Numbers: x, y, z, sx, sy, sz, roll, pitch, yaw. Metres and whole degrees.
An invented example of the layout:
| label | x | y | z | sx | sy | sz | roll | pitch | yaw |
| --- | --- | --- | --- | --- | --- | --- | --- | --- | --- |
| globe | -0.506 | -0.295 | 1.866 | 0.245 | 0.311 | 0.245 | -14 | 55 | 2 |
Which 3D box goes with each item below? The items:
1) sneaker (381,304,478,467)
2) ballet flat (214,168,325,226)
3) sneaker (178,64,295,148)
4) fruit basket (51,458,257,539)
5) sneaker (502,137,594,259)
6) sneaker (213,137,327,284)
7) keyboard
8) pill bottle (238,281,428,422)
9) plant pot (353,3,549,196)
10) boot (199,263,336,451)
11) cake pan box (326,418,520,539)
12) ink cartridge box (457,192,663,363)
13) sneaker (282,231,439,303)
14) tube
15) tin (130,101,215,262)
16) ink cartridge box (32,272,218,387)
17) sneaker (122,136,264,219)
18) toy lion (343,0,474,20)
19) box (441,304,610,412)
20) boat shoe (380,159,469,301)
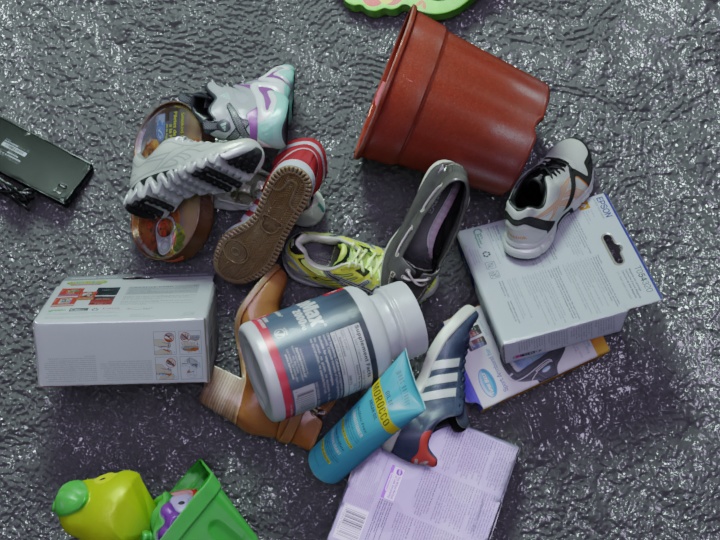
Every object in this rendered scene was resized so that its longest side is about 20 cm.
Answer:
| label | x | y | z | sx | sy | sz | roll | pitch | yaw |
| --- | --- | --- | --- | --- | --- | --- | --- | --- | --- |
| sneaker | 0.104 | 0.140 | 1.462 | 0.084 | 0.075 | 0.201 | 28 | 78 | 9 |
| ballet flat | -0.139 | -0.105 | 1.558 | 0.198 | 0.069 | 0.070 | 15 | 77 | 3 |
| sneaker | -0.152 | -0.209 | 1.522 | 0.138 | 0.200 | 0.079 | 5 | 110 | -1 |
| fruit basket | -0.232 | 0.273 | 1.401 | 0.215 | 0.216 | 0.156 | 39 | 80 | 7 |
| sneaker | 0.235 | -0.104 | 1.528 | 0.073 | 0.080 | 0.201 | 14 | 49 | 25 |
| sneaker | -0.104 | -0.075 | 1.501 | 0.071 | 0.200 | 0.113 | 35 | 34 | -9 |
| keyboard | -0.448 | -0.135 | 1.583 | 0.199 | 0.040 | 0.104 | 27 | 55 | 6 |
| pill bottle | -0.030 | 0.086 | 1.431 | 0.198 | 0.120 | 0.121 | -19 | 78 | -15 |
| plant pot | 0.116 | -0.196 | 1.528 | 0.194 | 0.201 | 0.202 | 21 | 78 | -5 |
| boot | -0.088 | 0.107 | 1.506 | 0.154 | 0.077 | 0.201 | 23 | 76 | 3 |
| cake pan box | 0.074 | 0.271 | 1.485 | 0.183 | 0.052 | 0.202 | 19 | 78 | 5 |
| ink cartridge box | 0.237 | 0.006 | 1.505 | 0.198 | 0.044 | 0.197 | -14 | 46 | -3 |
| sneaker | 0.000 | 0.000 | 1.531 | 0.198 | 0.076 | 0.076 | 9 | 75 | -1 |
| tube | 0.010 | 0.174 | 1.414 | 0.050 | 0.200 | 0.078 | 3 | 53 | -38 |
| tin | -0.231 | -0.109 | 1.546 | 0.111 | 0.042 | 0.202 | -8 | 75 | 35 |
| ink cartridge box | -0.273 | 0.067 | 1.492 | 0.198 | 0.176 | 0.085 | -1 | 108 | -1 |
| sneaker | -0.201 | -0.127 | 1.471 | 0.199 | 0.075 | 0.082 | -16 | 62 | 29 |
| toy lion | 0.061 | -0.406 | 1.636 | 0.200 | 0.069 | 0.192 | 44 | 87 | 8 |
| box | 0.192 | 0.089 | 1.534 | 0.198 | 0.042 | 0.120 | -24 | 78 | -4 |
| boat shoe | 0.075 | -0.033 | 1.473 | 0.066 | 0.057 | 0.202 | 15 | 107 | -19 |
